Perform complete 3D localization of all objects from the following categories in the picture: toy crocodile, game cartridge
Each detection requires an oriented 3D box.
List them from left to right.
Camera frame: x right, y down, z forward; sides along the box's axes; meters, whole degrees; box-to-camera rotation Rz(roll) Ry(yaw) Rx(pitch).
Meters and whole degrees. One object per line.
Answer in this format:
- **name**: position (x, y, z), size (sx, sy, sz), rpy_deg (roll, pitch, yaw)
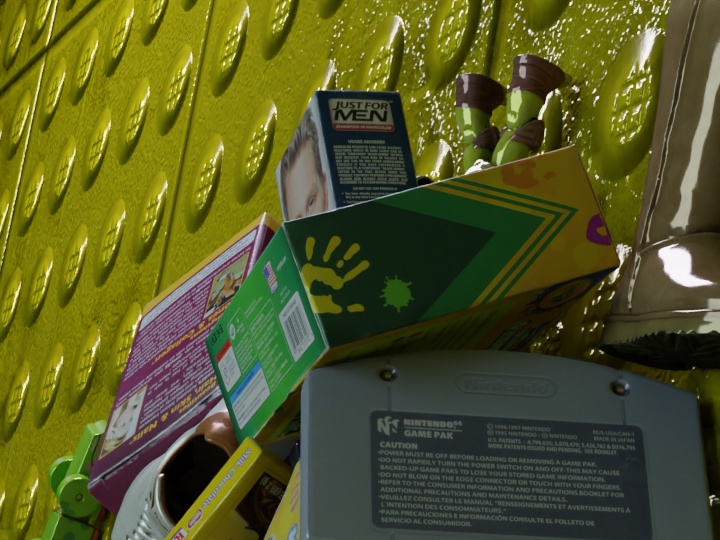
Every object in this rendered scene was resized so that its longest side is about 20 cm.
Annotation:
- **toy crocodile**: position (-0.259, 0.231, 2.108), size (0.201, 0.062, 0.067), rpy_deg (-69, 20, 1)
- **game cartridge**: position (0.069, 0.101, 1.144), size (0.041, 0.199, 0.134), rpy_deg (102, 170, -56)

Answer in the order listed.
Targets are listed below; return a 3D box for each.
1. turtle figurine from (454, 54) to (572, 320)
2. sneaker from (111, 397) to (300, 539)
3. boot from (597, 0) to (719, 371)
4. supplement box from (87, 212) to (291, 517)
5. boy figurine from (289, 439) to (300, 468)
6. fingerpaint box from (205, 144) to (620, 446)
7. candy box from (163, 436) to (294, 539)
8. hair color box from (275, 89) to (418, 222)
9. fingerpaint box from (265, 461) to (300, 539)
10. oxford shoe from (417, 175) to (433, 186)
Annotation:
- **turtle figurine**: position (0.073, -0.040, 1.411), size (0.200, 0.064, 0.162), rpy_deg (-30, 48, 60)
- **sneaker**: position (-0.112, 0.144, 1.406), size (0.085, 0.073, 0.200), rpy_deg (-39, -14, -52)
- **boot**: position (0.179, -0.054, 1.153), size (0.175, 0.066, 0.201), rpy_deg (-3, 72, 68)
- **supplement box**: position (-0.084, 0.079, 1.541), size (0.131, 0.103, 0.200), rpy_deg (-35, 23, 28)
- **boy figurine**: position (-0.065, 0.193, 1.385), size (0.200, 0.064, 0.125), rpy_deg (-52, 21, 23)
- **fingerpaint box**: position (0.022, 0.016, 1.250), size (0.200, 0.166, 0.074), rpy_deg (128, 125, -67)
- **candy box**: position (-0.022, 0.182, 1.282), size (0.102, 0.200, 0.026), rpy_deg (-50, 32, 2)
- **hair color box**: position (0.000, 0.000, 1.439), size (0.100, 0.060, 0.201), rpy_deg (121, 144, -55)
- **fingerpaint box**: position (0.011, 0.217, 1.229), size (0.201, 0.166, 0.073), rpy_deg (-65, 22, 22)
- **oxford shoe**: position (0.017, 0.027, 1.512), size (0.074, 0.071, 0.201), rpy_deg (-39, 42, 47)
